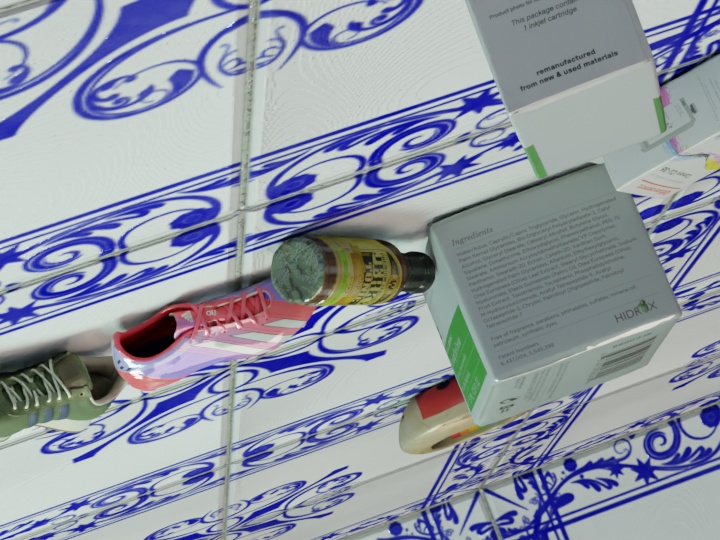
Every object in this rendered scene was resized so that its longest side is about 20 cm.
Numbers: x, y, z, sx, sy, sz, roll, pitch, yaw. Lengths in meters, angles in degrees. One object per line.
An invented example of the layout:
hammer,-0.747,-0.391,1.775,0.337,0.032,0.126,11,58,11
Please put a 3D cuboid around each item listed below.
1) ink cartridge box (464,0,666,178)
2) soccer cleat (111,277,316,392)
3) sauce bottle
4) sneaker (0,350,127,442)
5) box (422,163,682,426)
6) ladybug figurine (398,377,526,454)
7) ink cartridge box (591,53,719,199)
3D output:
ink cartridge box,0.096,-0.170,1.108,0.084,0.200,0.145,-20,165,7
soccer cleat,-0.133,0.050,1.833,0.200,0.067,0.077,-23,149,-2
sauce bottle,0.000,0.000,1.834,0.065,0.065,0.200,-31,164,32
sneaker,-0.288,0.105,1.814,0.090,0.067,0.200,-38,160,26
box,0.180,0.025,1.957,0.200,0.172,0.199,-19,165,-7
ladybug figurine,0.139,0.179,2.628,0.200,0.072,0.136,-21,165,0
ink cartridge box,0.288,-0.122,1.792,0.200,0.068,0.116,-29,163,26
